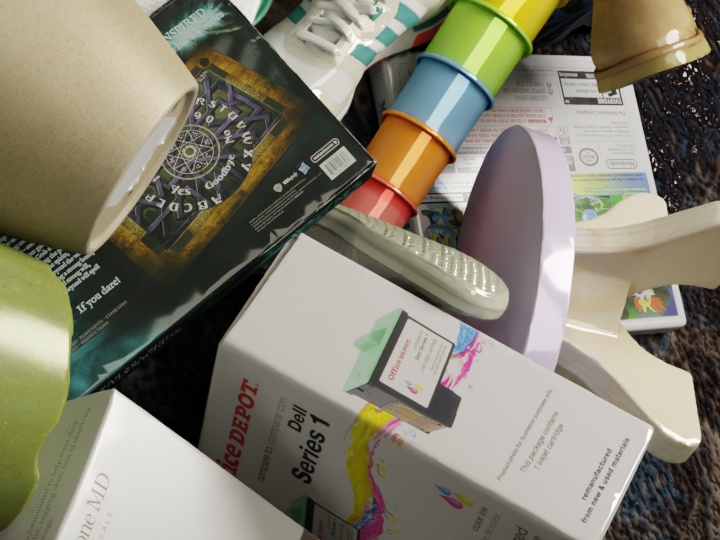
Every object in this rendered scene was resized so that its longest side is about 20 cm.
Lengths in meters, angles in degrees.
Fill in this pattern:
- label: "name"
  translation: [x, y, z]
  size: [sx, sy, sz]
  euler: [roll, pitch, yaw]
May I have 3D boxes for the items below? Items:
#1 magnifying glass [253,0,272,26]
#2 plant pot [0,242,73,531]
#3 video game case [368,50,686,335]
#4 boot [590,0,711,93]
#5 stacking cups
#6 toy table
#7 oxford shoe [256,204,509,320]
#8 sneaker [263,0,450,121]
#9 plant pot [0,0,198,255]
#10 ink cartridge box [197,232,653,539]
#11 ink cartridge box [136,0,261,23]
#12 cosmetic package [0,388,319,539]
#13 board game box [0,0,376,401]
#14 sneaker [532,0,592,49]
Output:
- label: "magnifying glass"
  translation: [-0.106, -0.126, 1.007]
  size: [0.079, 0.022, 0.201]
  euler: [35, 60, -19]
- label: "plant pot"
  translation: [-0.229, 0.034, 0.759]
  size: [0.189, 0.200, 0.201]
  euler: [14, 67, -28]
- label: "video game case"
  translation: [0.105, -0.046, 1.120]
  size: [0.199, 0.022, 0.183]
  euler: [-3, 76, -35]
- label: "boot"
  translation: [0.129, -0.209, 1.029]
  size: [0.175, 0.066, 0.201]
  euler: [-65, 132, -74]
- label: "stacking cups"
  translation: [0.041, -0.096, 1.043]
  size: [0.060, 0.060, 0.200]
  euler: [39, 79, -17]
- label: "toy table"
  translation: [0.123, 0.018, 0.999]
  size: [0.117, 0.184, 0.201]
  euler: [16, 57, -15]
- label: "oxford shoe"
  translation: [0.000, 0.000, 0.944]
  size: [0.075, 0.200, 0.058]
  euler: [18, 92, -44]
- label: "sneaker"
  translation: [-0.006, -0.151, 1.024]
  size: [0.070, 0.094, 0.200]
  euler: [34, 49, 18]
- label: "plant pot"
  translation: [-0.180, -0.100, 0.813]
  size: [0.200, 0.187, 0.188]
  euler: [33, 57, 1]
- label: "ink cartridge box"
  translation: [0.023, 0.094, 0.896]
  size: [0.199, 0.145, 0.084]
  euler: [29, 53, 9]
- label: "ink cartridge box"
  translation: [-0.156, -0.097, 0.946]
  size: [0.160, 0.047, 0.201]
  euler: [23, 80, -14]
- label: "cosmetic package"
  translation: [-0.087, 0.156, 0.848]
  size: [0.200, 0.081, 0.113]
  euler: [40, 51, -34]
- label: "board game box"
  translation: [-0.109, -0.040, 0.900]
  size: [0.200, 0.028, 0.135]
  euler: [-39, 82, -17]
- label: "sneaker"
  translation: [0.147, -0.199, 1.164]
  size: [0.200, 0.076, 0.077]
  euler: [-18, 74, -46]
